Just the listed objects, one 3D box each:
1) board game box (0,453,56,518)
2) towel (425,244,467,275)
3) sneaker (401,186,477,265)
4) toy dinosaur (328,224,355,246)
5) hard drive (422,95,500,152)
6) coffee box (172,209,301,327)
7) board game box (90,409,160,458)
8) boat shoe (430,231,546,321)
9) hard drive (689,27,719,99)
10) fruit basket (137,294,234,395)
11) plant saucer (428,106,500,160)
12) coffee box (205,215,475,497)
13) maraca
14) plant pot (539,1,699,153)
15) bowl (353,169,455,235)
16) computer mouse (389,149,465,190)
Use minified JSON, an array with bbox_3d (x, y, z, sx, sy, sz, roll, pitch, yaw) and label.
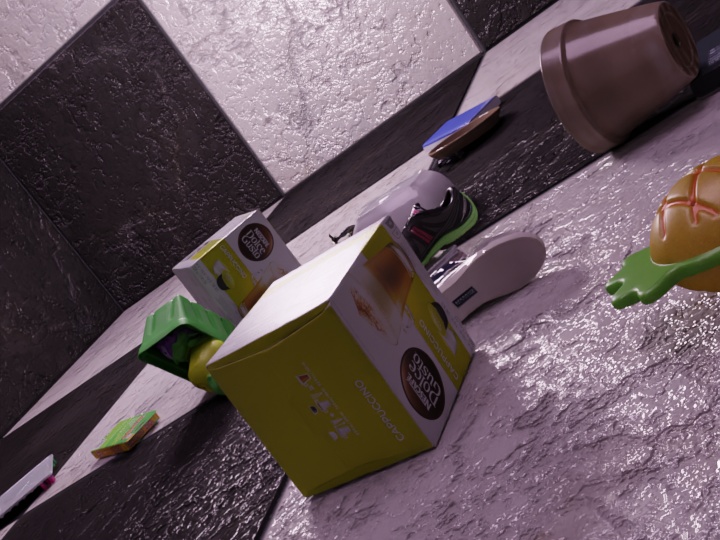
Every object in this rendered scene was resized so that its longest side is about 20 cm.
[{"bbox_3d":[-0.788,0.521,2.172,0.199,0.026,0.200,-41,12,-13],"label":"board game box"},{"bbox_3d":[0.056,0.033,1.509,0.200,0.032,0.190,-42,13,-22],"label":"towel"},{"bbox_3d":[0.092,-0.058,1.478,0.199,0.084,0.077,-39,12,-14],"label":"sneaker"},{"bbox_3d":[-0.018,-0.084,2.107,0.199,0.048,0.088,-29,1,39],"label":"toy dinosaur"},{"bbox_3d":[0.258,-0.375,2.408,0.132,0.025,0.199,-46,14,-31],"label":"hard drive"},{"bbox_3d":[-0.259,0.011,2.051,0.197,0.201,0.199,-41,12,-19],"label":"coffee box"},{"bbox_3d":[-0.490,0.343,1.963,0.199,0.030,0.096,-27,17,51],"label":"board game box"},{"bbox_3d":[0.154,0.000,1.239,0.199,0.075,0.093,-34,20,21],"label":"boat shoe"},{"bbox_3d":[0.558,-0.332,1.387,0.139,0.033,0.201,-31,15,33],"label":"hard drive"},{"bbox_3d":[-0.302,0.169,1.778,0.154,0.217,0.216,-32,13,20],"label":"fruit basket"},{"bbox_3d":[0.246,-0.316,2.187,0.199,0.030,0.200,-34,8,6],"label":"plant saucer"},{"bbox_3d":[-0.016,0.100,1.081,0.198,0.201,0.198,-28,16,33],"label":"coffee box"},{"bbox_3d":[0.304,-0.031,0.821,0.199,0.108,0.137,-35,5,15],"label":"maraca"},{"bbox_3d":[0.388,-0.300,1.371,0.172,0.201,0.200,-24,18,41],"label":"plant pot"},{"bbox_3d":[0.074,-0.112,1.735,0.198,0.075,0.200,-31,8,24],"label":"bowl"},{"bbox_3d":[0.154,-0.214,2.137,0.198,0.034,0.059,-29,-5,16],"label":"computer mouse"}]
